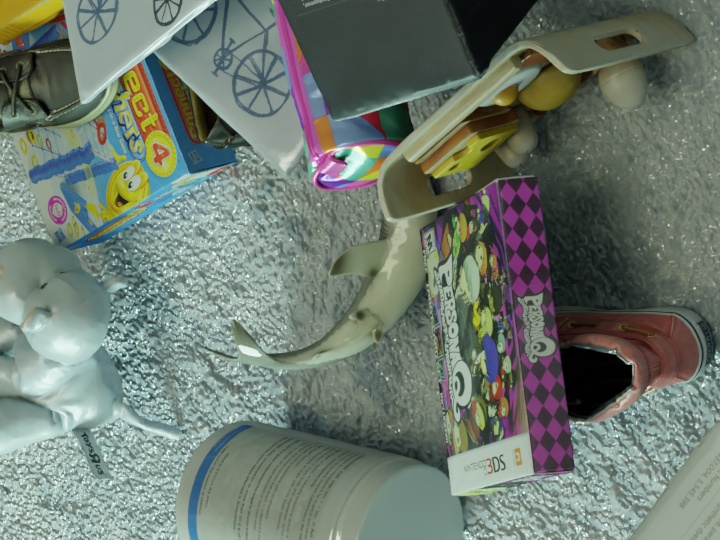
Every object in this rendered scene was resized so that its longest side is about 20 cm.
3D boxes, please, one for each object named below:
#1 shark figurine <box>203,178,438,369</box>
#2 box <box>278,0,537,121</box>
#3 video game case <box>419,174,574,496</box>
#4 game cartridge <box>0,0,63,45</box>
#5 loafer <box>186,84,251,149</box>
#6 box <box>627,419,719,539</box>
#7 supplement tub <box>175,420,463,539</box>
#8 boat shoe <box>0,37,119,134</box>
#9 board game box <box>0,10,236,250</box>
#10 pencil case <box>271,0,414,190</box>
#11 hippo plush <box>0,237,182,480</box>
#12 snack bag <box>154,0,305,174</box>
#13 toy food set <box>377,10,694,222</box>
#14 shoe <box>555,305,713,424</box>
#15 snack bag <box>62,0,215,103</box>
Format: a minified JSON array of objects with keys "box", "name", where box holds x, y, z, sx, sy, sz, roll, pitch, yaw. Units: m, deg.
[{"box":[-0.004,0.022,1.734,0.128,0.214,0.089,46,177,-13],"name":"shark figurine"},{"box":[0.023,-0.234,1.488,0.117,0.197,0.201,-15,110,29],"name":"box"},{"box":[0.092,0.050,1.599,0.181,0.036,0.201,149,116,-72],"name":"video game case"},{"box":[-0.242,-0.294,1.864,0.200,0.032,0.177,-23,62,43],"name":"game cartridge"},{"box":[-0.113,-0.192,1.791,0.073,0.072,0.201,-16,90,46],"name":"loafer"},{"box":[0.285,0.187,1.433,0.171,0.199,0.200,48,130,22],"name":"box"},{"box":[-0.035,0.195,1.791,0.199,0.132,0.133,10,109,43],"name":"supplement tub"},{"box":[-0.278,-0.144,1.889,0.200,0.066,0.072,-8,96,45],"name":"boat shoe"},{"box":[-0.214,-0.142,1.915,0.196,0.056,0.201,-27,83,45],"name":"board game box"},{"box":[-0.022,-0.157,1.615,0.088,0.088,0.201,-36,64,44],"name":"pencil case"},{"box":[-0.271,0.068,1.932,0.200,0.159,0.161,46,152,27],"name":"hippo plush"},{"box":[-0.056,-0.202,1.711,0.189,0.021,0.200,43,102,25],"name":"snack bag"},{"box":[0.116,-0.100,1.549,0.200,0.143,0.061,-41,74,42],"name":"toy food set"},{"box":[0.142,0.066,1.610,0.200,0.091,0.072,-8,97,45],"name":"shoe"},{"box":[-0.159,-0.249,1.724,0.200,0.021,0.189,-33,58,36],"name":"snack bag"}]
